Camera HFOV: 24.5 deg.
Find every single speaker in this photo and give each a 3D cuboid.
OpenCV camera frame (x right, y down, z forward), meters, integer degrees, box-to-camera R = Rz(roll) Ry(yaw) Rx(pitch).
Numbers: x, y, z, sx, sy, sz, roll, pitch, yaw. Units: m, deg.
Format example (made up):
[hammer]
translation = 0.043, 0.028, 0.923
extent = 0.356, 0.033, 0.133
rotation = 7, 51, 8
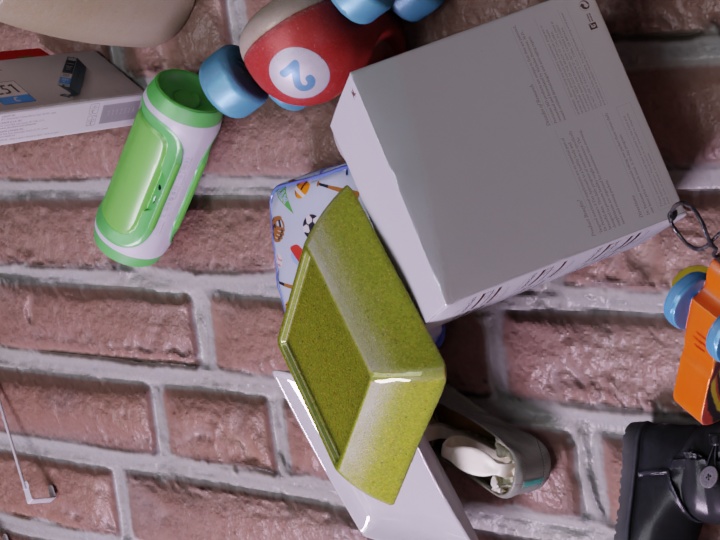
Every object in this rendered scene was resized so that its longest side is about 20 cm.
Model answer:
[speaker]
translation = -0.204, -0.102, 1.670
extent = 0.088, 0.088, 0.200
rotation = 45, 127, 25

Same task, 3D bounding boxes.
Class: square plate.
[square plate]
translation = 0.019, 0.173, 1.514
extent = 0.200, 0.028, 0.199
rotation = 1, 123, 57

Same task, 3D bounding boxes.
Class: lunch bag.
[lunch bag]
translation = 0.000, 0.000, 1.518
extent = 0.160, 0.075, 0.201
rotation = -12, 92, 41

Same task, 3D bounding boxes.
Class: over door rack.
[over door rack]
translation = -0.464, 0.228, 2.000
extent = 0.148, 0.066, 0.200
rotation = -43, 71, 41

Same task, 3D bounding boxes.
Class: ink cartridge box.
[ink cartridge box]
translation = -0.351, -0.197, 1.699
extent = 0.176, 0.200, 0.045
rotation = 38, 123, 29

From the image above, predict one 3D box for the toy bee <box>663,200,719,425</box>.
[toy bee]
translation = 0.293, 0.024, 1.246
extent = 0.131, 0.108, 0.200
rotation = 56, 158, 26

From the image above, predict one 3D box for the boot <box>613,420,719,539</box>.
[boot]
translation = 0.297, 0.194, 1.285
extent = 0.200, 0.066, 0.166
rotation = -7, 80, 41

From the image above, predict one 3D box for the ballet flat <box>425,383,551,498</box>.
[ballet flat]
translation = 0.080, 0.144, 1.487
extent = 0.200, 0.064, 0.068
rotation = 24, 116, 36

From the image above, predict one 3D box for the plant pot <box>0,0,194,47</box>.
[plant pot]
translation = -0.293, -0.303, 1.621
extent = 0.187, 0.200, 0.188
rotation = 13, 110, 40

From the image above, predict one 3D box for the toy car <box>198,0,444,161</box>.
[toy car]
translation = 0.002, -0.144, 1.414
extent = 0.184, 0.177, 0.200
rotation = -33, 82, 31

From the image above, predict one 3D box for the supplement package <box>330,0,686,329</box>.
[supplement package]
translation = 0.108, -0.081, 1.283
extent = 0.147, 0.199, 0.192
rotation = 124, 125, -78

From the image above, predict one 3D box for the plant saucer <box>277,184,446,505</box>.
[plant saucer]
translation = -0.012, 0.068, 1.364
extent = 0.200, 0.048, 0.200
rotation = 62, 152, 31
